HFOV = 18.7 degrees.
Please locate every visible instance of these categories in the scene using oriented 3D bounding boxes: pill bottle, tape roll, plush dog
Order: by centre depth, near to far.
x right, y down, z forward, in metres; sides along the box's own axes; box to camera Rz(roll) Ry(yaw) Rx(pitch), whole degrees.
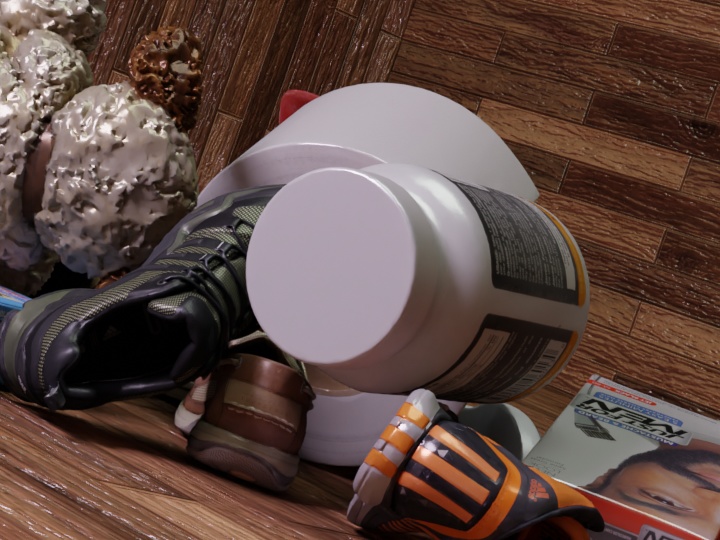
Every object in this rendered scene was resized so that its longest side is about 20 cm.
[{"bbox_3d":[0.031,0.007,1.115,0.116,0.117,0.200,20,4,29],"label":"pill bottle"},{"bbox_3d":[-0.169,-0.063,1.220,0.170,0.202,0.160,15,10,18],"label":"plush dog"},{"bbox_3d":[0.000,0.000,1.333,0.201,0.204,0.139,20,25,12],"label":"tape roll"}]

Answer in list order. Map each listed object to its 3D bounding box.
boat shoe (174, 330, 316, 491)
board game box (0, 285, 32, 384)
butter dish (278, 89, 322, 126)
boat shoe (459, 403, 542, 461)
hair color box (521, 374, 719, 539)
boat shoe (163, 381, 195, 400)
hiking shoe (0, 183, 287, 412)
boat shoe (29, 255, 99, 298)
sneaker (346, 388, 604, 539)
[{"bbox_3d":[-0.057,0.069,1.205,0.075,0.072,0.200,20,1,-10],"label":"boat shoe"},{"bbox_3d":[-0.253,0.013,1.152,0.151,0.045,0.200,20,1,31],"label":"board game box"},{"bbox_3d":[-0.035,-0.003,1.520,0.147,0.202,0.199,-19,27,-34],"label":"butter dish"},{"bbox_3d":[0.099,0.129,1.443,0.066,0.071,0.200,18,-6,-13],"label":"boat shoe"},{"bbox_3d":[0.150,0.125,1.199,0.110,0.064,0.200,20,18,12],"label":"hair color box"},{"bbox_3d":[-0.108,0.052,1.462,0.074,0.063,0.200,18,0,-7],"label":"boat shoe"},{"bbox_3d":[-0.082,0.023,1.115,0.101,0.199,0.076,29,-36,60],"label":"hiking shoe"},{"bbox_3d":[-0.198,0.002,1.417,0.072,0.072,0.200,51,-3,13],"label":"boat shoe"},{"bbox_3d":[0.056,0.121,1.068,0.112,0.078,0.200,35,-2,7],"label":"sneaker"}]
